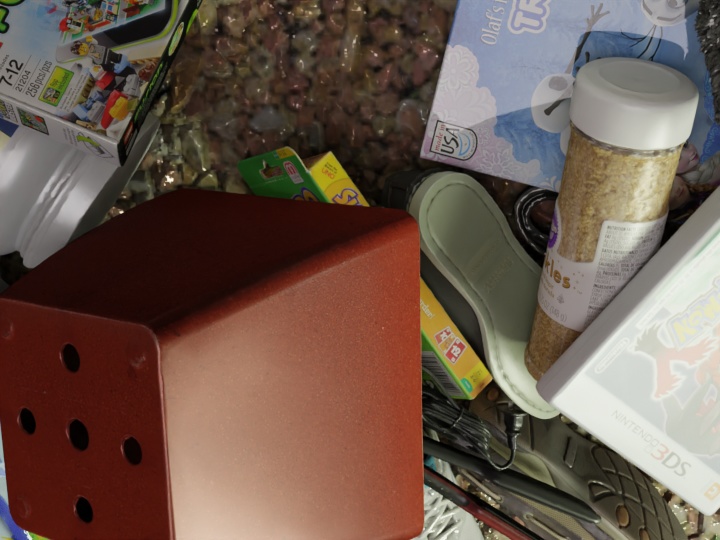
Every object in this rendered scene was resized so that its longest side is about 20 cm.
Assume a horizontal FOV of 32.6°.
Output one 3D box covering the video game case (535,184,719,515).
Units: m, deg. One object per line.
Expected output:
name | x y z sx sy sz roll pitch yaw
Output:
video game case | 0.228 0.041 0.741 0.182 0.023 0.200 35 101 -34

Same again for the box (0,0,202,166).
box | -0.146 -0.169 0.702 0.110 0.200 0.035 22 162 -1

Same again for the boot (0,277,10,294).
boot | -0.324 0.028 0.799 0.200 0.138 0.077 22 158 45

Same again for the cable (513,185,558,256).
cable | 0.187 0.010 0.787 0.097 0.050 0.200 -40 104 22

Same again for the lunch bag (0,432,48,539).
lunch bag | -0.216 0.119 0.852 0.161 0.082 0.200 -23 118 -2

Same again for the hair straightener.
hair straightener | 0.070 0.111 0.784 0.200 0.041 0.077 32 90 -7

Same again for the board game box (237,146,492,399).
board game box | 0.000 0.000 0.800 0.200 0.030 0.095 52 158 -16

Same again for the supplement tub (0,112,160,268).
supplement tub | -0.241 -0.100 0.763 0.200 0.145 0.145 34 116 -6

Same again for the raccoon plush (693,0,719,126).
raccoon plush | 0.201 -0.115 0.608 0.097 0.200 0.134 -24 124 32

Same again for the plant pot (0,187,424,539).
plant pot | -0.095 0.069 0.705 0.200 0.176 0.200 8 105 37

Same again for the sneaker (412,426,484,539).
sneaker | 0.034 0.148 0.835 0.075 0.087 0.200 -36 98 -22

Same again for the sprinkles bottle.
sprinkles bottle | 0.144 -0.021 0.725 0.068 0.068 0.200 9 122 6

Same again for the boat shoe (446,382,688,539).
boat shoe | 0.145 0.161 0.862 0.200 0.075 0.073 41 124 0

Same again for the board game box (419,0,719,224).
board game box | 0.154 -0.139 0.728 0.199 0.043 0.200 15 117 4

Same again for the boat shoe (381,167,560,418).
boat shoe | 0.081 0.014 0.805 0.072 0.061 0.201 -42 120 -17
